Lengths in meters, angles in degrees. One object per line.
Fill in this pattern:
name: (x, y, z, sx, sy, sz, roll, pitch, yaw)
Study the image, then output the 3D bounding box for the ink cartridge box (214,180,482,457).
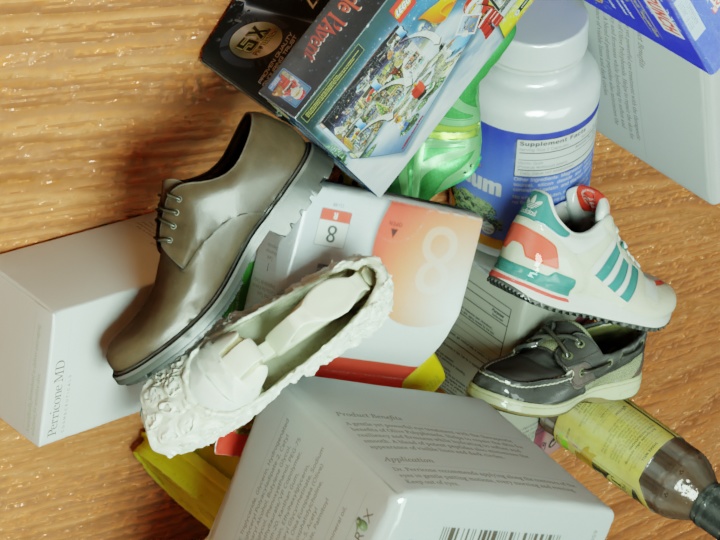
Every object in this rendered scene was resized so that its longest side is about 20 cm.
ink cartridge box: (-0.008, 0.042, 1.573, 0.162, 0.050, 0.201, 9, 94, -39)

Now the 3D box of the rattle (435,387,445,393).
rattle: (0.020, 0.157, 1.833, 0.130, 0.142, 0.201, -48, 147, -54)

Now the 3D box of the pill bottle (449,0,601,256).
pill bottle: (0.126, -0.116, 1.733, 0.112, 0.112, 0.201, -31, 141, -30)

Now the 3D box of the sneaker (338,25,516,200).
sneaker: (0.058, -0.114, 1.664, 0.083, 0.074, 0.200, 19, 118, -29)

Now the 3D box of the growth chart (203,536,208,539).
growth chart: (-0.091, 0.222, 1.795, 0.199, 0.018, 0.145, -18, 158, -28)

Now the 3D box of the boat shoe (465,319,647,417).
boat shoe: (0.155, 0.069, 1.751, 0.200, 0.072, 0.066, -5, 114, -49)

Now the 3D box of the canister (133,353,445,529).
canister: (-0.051, 0.108, 1.687, 0.200, 0.148, 0.087, -47, 142, -13)

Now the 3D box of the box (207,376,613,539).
box: (0.022, 0.200, 1.550, 0.198, 0.171, 0.201, 9, 111, -39)

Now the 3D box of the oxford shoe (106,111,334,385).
oxford shoe: (-0.110, -0.017, 1.456, 0.084, 0.073, 0.200, 38, 81, -18)

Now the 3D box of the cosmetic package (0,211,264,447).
cosmetic package: (-0.160, 0.032, 1.533, 0.200, 0.085, 0.108, -20, 131, -42)

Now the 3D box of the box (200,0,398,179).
box: (0.011, -0.185, 1.546, 0.200, 0.086, 0.164, -58, 147, 7)

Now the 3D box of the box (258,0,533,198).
box: (0.035, -0.159, 1.484, 0.200, 0.038, 0.137, -52, 147, -2)

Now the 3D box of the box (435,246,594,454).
box: (0.107, 0.055, 1.853, 0.109, 0.128, 0.201, -22, 136, -39)

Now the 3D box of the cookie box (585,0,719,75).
cookie box: (0.173, -0.244, 1.590, 0.075, 0.200, 0.171, -51, 148, -4)

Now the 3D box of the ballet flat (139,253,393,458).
ballet flat: (-0.060, 0.046, 1.472, 0.200, 0.072, 0.072, -34, 143, -20)

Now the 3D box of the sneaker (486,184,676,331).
sneaker: (0.184, -0.013, 1.725, 0.199, 0.070, 0.094, 10, 101, -44)

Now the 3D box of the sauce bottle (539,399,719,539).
sauce bottle: (0.233, 0.155, 1.801, 0.065, 0.200, 0.065, -33, 143, -29)

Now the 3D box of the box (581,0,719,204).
box: (0.276, -0.207, 1.780, 0.200, 0.171, 0.199, -40, 145, -20)
